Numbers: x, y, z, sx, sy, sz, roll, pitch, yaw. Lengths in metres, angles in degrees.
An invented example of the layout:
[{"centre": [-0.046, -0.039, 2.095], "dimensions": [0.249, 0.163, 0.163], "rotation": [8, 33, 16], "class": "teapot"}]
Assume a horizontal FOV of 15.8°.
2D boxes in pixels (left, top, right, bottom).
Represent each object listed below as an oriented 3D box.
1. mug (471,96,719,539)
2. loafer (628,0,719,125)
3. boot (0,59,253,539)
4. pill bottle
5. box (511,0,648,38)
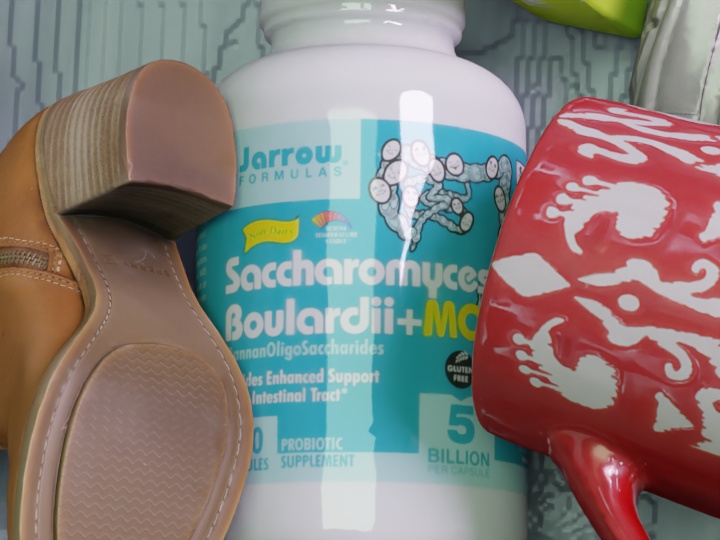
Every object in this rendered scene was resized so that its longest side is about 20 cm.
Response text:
[{"centre": [0.135, 0.036, 0.749], "dimensions": [0.200, 0.134, 0.178], "rotation": [17, 41, 18], "class": "mug"}, {"centre": [0.122, -0.044, 0.873], "dimensions": [0.070, 0.070, 0.201], "rotation": [13, 89, 4], "class": "loafer"}, {"centre": [-0.103, 0.042, 0.838], "dimensions": [0.074, 0.155, 0.200], "rotation": [25, 58, -29], "class": "boot"}, {"centre": [0.000, 0.000, 0.855], "dimensions": [0.110, 0.111, 0.201], "rotation": [-1, 80, 7], "class": "pill bottle"}, {"centre": [0.051, -0.157, 0.826], "dimensions": [0.048, 0.200, 0.122], "rotation": [13, 87, 28], "class": "box"}]
